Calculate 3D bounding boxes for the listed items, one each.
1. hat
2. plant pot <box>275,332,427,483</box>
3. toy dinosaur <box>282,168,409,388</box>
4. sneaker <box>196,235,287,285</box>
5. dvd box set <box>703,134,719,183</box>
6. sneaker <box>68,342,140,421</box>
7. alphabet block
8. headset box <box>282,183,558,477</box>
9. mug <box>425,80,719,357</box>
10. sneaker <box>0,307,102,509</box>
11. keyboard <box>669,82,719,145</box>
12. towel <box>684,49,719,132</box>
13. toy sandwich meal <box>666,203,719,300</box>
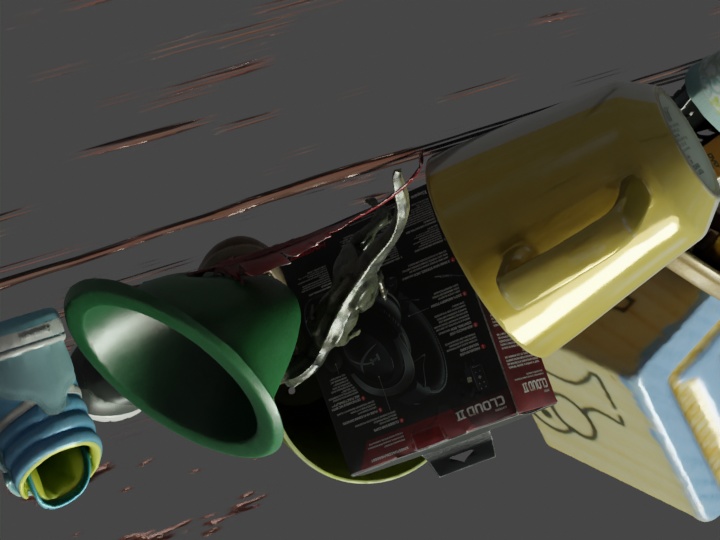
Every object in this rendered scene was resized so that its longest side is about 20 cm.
[{"bbox_3d":[-0.069,0.010,1.647,0.176,0.200,0.166,-54,147,-27],"label":"hat"},{"bbox_3d":[-0.026,0.083,2.210,0.187,0.188,0.200,-18,-170,-19],"label":"plant pot"},{"bbox_3d":[0.000,0.000,1.697,0.200,0.047,0.088,-61,176,28],"label":"toy dinosaur"},{"bbox_3d":[-0.087,0.014,1.743,0.070,0.076,0.200,-10,153,-4],"label":"sneaker"},{"bbox_3d":[0.328,-0.119,1.753,0.200,0.029,0.146,-36,168,13],"label":"dvd box set"},{"bbox_3d":[-0.143,0.050,1.903,0.200,0.075,0.085,-27,175,-39],"label":"sneaker"},{"bbox_3d":[0.250,0.055,2.054,0.196,0.196,0.200,-43,-141,-19],"label":"alphabet block"},{"bbox_3d":[0.043,0.050,1.808,0.149,0.200,0.077,-23,174,28],"label":"headset box"},{"bbox_3d":[0.148,-0.032,1.570,0.153,0.187,0.149,-30,133,16],"label":"mug"},{"bbox_3d":[-0.244,0.109,1.714,0.079,0.131,0.200,-19,176,-25],"label":"sneaker"},{"bbox_3d":[0.266,-0.134,1.742,0.200,0.040,0.104,-13,149,-48],"label":"keyboard"},{"bbox_3d":[0.335,-0.103,1.596,0.200,0.048,0.171,33,142,-25],"label":"towel"},{"bbox_3d":[0.234,-0.048,1.877,0.070,0.205,0.205,-56,169,7],"label":"toy sandwich meal"}]
